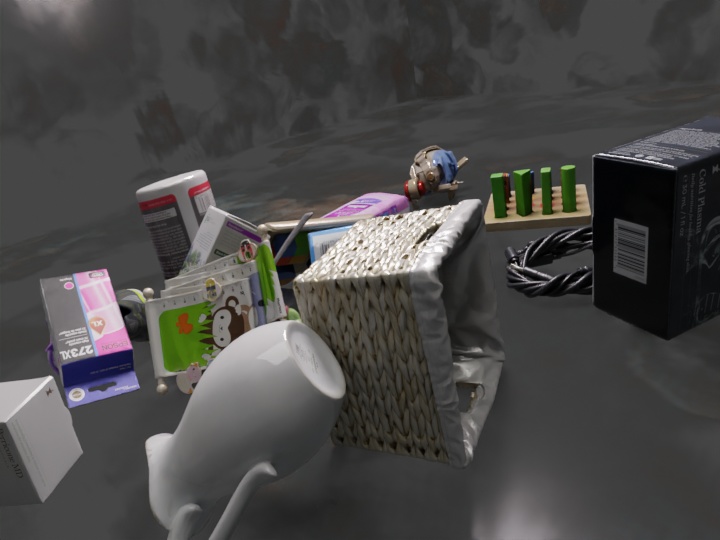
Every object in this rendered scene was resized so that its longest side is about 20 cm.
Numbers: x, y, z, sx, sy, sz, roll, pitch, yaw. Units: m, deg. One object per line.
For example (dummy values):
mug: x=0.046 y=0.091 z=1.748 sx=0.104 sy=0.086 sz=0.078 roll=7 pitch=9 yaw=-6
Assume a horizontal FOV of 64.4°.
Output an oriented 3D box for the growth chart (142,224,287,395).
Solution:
growth chart: x=-0.174 y=0.054 z=0.679 sx=0.194 sy=0.149 sz=0.018 roll=-24 pitch=-12 yaw=10

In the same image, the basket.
basket: x=0.050 y=0.054 z=0.596 sx=0.155 sy=0.207 sz=0.198 roll=-2 pitch=22 yaw=26

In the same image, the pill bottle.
pill bottle: x=-0.259 y=-0.039 z=0.878 sx=0.107 sy=0.207 sz=0.111 roll=-13 pitch=16 yaw=4

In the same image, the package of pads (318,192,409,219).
package of pads: x=0.001 y=-0.096 z=1.163 sx=0.118 sy=0.078 sz=0.198 roll=5 pitch=27 yaw=42

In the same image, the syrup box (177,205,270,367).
syrup box: x=-0.210 y=0.021 z=0.806 sx=0.080 sy=0.206 sz=0.078 roll=26 pitch=-3 yaw=-37

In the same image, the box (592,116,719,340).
box: x=0.394 y=-0.058 z=0.692 sx=0.191 sy=0.207 sz=0.123 roll=-19 pitch=24 yaw=-20

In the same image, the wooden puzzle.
wooden puzzle: x=-0.085 y=-0.025 z=0.924 sx=0.179 sy=0.048 sz=0.200 roll=-9 pitch=-19 yaw=-27

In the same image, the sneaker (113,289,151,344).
sneaker: x=-0.382 y=0.068 z=0.920 sx=0.196 sy=0.077 sz=0.080 roll=7 pitch=-4 yaw=43

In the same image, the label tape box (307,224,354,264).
label tape box: x=0.000 y=0.000 z=0.891 sx=0.138 sy=0.068 sz=0.201 roll=-10 pitch=-24 yaw=-1

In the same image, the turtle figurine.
turtle figurine: x=-0.115 y=0.064 z=0.744 sx=0.187 sy=0.208 sz=0.144 roll=-13 pitch=-14 yaw=6

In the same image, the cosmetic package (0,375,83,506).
cosmetic package: x=-0.426 y=0.192 z=0.630 sx=0.192 sy=0.111 sz=0.085 roll=-8 pitch=21 yaw=12

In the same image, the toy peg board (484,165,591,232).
toy peg board: x=0.343 y=-0.163 z=1.123 sx=0.193 sy=0.101 sz=0.200 roll=-3 pitch=23 yaw=20

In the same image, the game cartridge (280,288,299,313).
game cartridge: x=-0.191 y=0.069 z=0.913 sx=0.194 sy=0.042 sz=0.132 roll=3 pitch=22 yaw=33

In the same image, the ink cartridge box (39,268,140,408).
ink cartridge box: x=-0.380 y=0.087 z=0.800 sx=0.092 sy=0.038 sz=0.203 roll=-9 pitch=54 yaw=-35

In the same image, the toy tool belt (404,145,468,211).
toy tool belt: x=0.180 y=-0.221 z=1.318 sx=0.119 sy=0.129 sz=0.201 roll=-11 pitch=20 yaw=25

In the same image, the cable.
cable: x=0.310 y=-0.014 z=0.836 sx=0.192 sy=0.053 sz=0.164 roll=-6 pitch=22 yaw=13

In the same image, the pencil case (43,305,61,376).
pencil case: x=-0.453 y=0.097 z=0.900 sx=0.085 sy=0.086 sz=0.198 roll=-49 pitch=34 yaw=-10

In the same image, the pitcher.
pitcher: x=-0.102 y=0.156 z=0.495 sx=0.199 sy=0.121 sz=0.174 roll=-42 pitch=36 yaw=14
